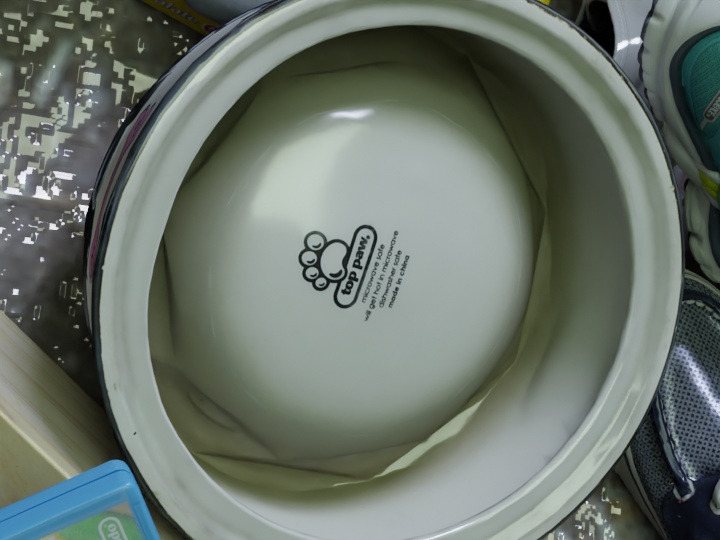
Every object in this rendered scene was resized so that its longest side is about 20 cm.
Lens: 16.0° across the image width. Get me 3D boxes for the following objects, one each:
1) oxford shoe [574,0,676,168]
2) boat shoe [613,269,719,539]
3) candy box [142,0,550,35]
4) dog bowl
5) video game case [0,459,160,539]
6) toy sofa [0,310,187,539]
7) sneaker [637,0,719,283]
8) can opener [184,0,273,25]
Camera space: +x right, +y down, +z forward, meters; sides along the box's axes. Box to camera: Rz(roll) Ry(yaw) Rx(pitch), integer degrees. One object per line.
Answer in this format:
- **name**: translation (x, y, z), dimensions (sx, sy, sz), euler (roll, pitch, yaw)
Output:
- **oxford shoe**: translation (0.115, -0.106, 0.906), dimensions (0.058, 0.075, 0.200), euler (38, 76, -15)
- **boat shoe**: translation (0.148, 0.088, 0.880), dimensions (0.075, 0.093, 0.200), euler (-24, 91, -22)
- **candy box**: translation (-0.027, -0.124, 0.879), dimensions (0.200, 0.026, 0.102), euler (28, 72, -15)
- **dog bowl**: translation (0.000, 0.000, 0.821), dimensions (0.200, 0.074, 0.200), euler (-6, 104, -22)
- **video game case**: translation (-0.134, 0.152, 0.724), dimensions (0.200, 0.018, 0.143), euler (-23, 121, -8)
- **toy sofa**: translation (-0.132, 0.064, 0.789), dimensions (0.083, 0.098, 0.200), euler (-43, 100, 12)
- **sneaker**: translation (0.153, -0.032, 0.865), dimensions (0.078, 0.080, 0.200), euler (-53, 145, -9)
- **can opener**: translation (-0.081, -0.114, 0.817), dimensions (0.200, 0.053, 0.067), euler (4, 86, -18)
